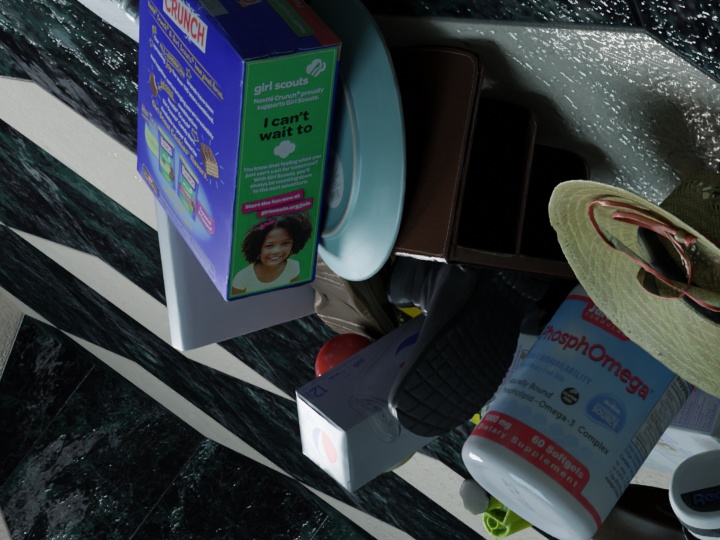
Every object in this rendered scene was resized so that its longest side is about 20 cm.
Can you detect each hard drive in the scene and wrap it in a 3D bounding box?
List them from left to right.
[{"bbox_3d":[-0.097,-0.051,1.506,0.026,0.131,0.201,18,118,52],"label":"hard drive"}]

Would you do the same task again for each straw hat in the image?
[{"bbox_3d":[0.213,-0.011,1.156,0.201,0.085,0.201,36,162,14],"label":"straw hat"}]

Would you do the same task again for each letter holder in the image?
[{"bbox_3d":[0.066,-0.076,1.325,0.100,0.143,0.200,7,-179,-25],"label":"letter holder"}]

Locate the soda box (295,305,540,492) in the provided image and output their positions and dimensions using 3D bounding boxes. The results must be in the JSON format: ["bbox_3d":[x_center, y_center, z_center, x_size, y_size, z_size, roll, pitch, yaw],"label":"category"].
[{"bbox_3d":[0.047,0.084,1.490,0.063,0.199,0.069,36,144,38],"label":"soda box"}]

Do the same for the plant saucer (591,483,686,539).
[{"bbox_3d":[0.271,0.216,1.623,0.199,0.032,0.200,14,-173,-2],"label":"plant saucer"}]

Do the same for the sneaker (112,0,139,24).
[{"bbox_3d":[-0.179,-0.239,1.446,0.200,0.075,0.115,47,172,0],"label":"sneaker"}]

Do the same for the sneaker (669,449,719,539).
[{"bbox_3d":[0.323,0.160,1.365,0.199,0.073,0.112,-5,152,17],"label":"sneaker"}]

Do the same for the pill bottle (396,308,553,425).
[{"bbox_3d":[0.077,0.052,1.663,0.199,0.113,0.113,30,165,25],"label":"pill bottle"}]

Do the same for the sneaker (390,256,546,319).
[{"bbox_3d":[0.059,-0.006,1.589,0.199,0.077,0.075,32,164,11],"label":"sneaker"}]

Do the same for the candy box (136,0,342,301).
[{"bbox_3d":[-0.089,-0.110,1.331,0.169,0.077,0.201,52,148,41],"label":"candy box"}]

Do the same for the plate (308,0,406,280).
[{"bbox_3d":[-0.021,-0.091,1.328,0.025,0.202,0.200,-6,-175,-24],"label":"plate"}]

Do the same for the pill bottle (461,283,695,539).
[{"bbox_3d":[0.165,0.078,1.328,0.108,0.200,0.109,34,167,9],"label":"pill bottle"}]

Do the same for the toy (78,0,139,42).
[{"bbox_3d":[-0.136,-0.182,1.549,0.200,0.047,0.115,38,172,-27],"label":"toy"}]

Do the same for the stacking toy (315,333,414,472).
[{"bbox_3d":[0.003,0.104,1.591,0.085,0.086,0.200,33,169,17],"label":"stacking toy"}]

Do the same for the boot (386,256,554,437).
[{"bbox_3d":[0.061,0.032,1.448,0.131,0.200,0.070,12,148,53],"label":"boot"}]

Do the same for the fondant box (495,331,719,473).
[{"bbox_3d":[0.223,0.108,1.463,0.199,0.059,0.144,7,162,42],"label":"fondant box"}]

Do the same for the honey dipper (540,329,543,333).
[{"bbox_3d":[0.173,0.050,1.493,0.038,0.038,0.200,42,155,-23],"label":"honey dipper"}]

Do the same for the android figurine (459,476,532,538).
[{"bbox_3d":[0.160,0.138,1.610,0.041,0.183,0.199,32,-151,31],"label":"android figurine"}]

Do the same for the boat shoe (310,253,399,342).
[{"bbox_3d":[0.000,0.000,1.518,0.072,0.072,0.200,20,159,28],"label":"boat shoe"}]
